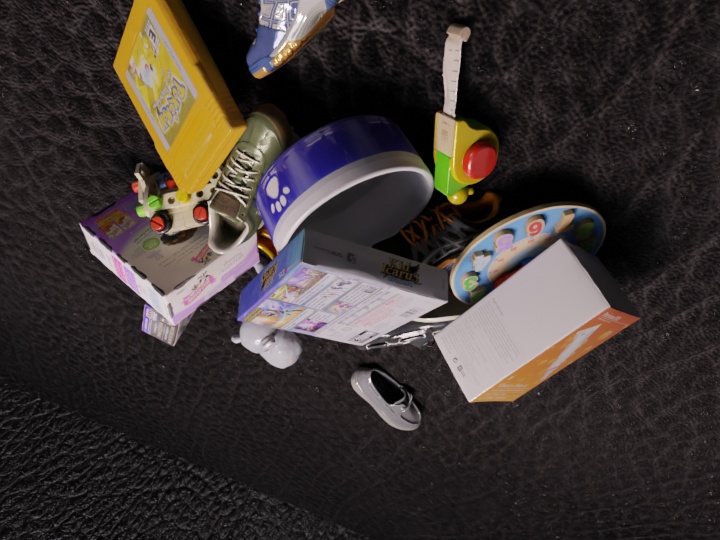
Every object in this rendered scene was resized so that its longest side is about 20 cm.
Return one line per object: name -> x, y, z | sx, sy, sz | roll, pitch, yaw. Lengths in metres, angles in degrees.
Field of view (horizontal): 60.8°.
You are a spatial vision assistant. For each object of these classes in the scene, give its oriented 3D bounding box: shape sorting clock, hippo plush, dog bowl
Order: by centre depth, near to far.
dog bowl -> -0.018, -0.085, 0.722 | 0.079, 0.199, 0.200 | 61, 153, 20
shape sorting clock -> 0.207, -0.012, 0.757 | 0.199, 0.039, 0.200 | -13, 150, -8
hippo plush -> -0.125, 0.074, 1.040 | 0.159, 0.161, 0.200 | -7, 137, 38

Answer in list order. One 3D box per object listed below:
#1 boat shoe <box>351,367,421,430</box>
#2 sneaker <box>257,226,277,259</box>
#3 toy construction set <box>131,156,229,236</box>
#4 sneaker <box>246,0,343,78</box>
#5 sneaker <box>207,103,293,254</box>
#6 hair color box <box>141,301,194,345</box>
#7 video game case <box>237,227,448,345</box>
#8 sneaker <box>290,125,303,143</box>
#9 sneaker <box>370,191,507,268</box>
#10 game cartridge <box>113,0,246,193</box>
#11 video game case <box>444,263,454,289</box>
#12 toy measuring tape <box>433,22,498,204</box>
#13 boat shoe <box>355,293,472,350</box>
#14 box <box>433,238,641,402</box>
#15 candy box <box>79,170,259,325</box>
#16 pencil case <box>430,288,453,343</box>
boat shoe -> 0.068, 0.271, 1.283 | 0.201, 0.070, 0.071 | 42, 146, -22
sneaker -> -0.093, -0.023, 0.964 | 0.199, 0.077, 0.073 | 23, 145, -2
toy construction set -> -0.240, -0.120, 0.846 | 0.199, 0.132, 0.092 | -12, 177, 23
sneaker -> -0.068, -0.277, 0.611 | 0.088, 0.075, 0.200 | 45, 135, -12
sneaker -> -0.140, -0.097, 0.738 | 0.067, 0.090, 0.201 | 31, 136, 5
hair color box -> -0.280, 0.012, 1.011 | 0.065, 0.201, 0.109 | 27, 147, -7
video game case -> -0.027, 0.029, 0.726 | 0.180, 0.046, 0.200 | 14, 153, -26
sneaker -> -0.072, -0.105, 0.836 | 0.075, 0.077, 0.200 | -18, 130, 43
sneaker -> 0.096, -0.045, 0.768 | 0.199, 0.078, 0.078 | -18, 132, -15
game cartridge -> -0.221, -0.209, 0.728 | 0.176, 0.032, 0.201 | -34, 82, 52
video game case -> 0.135, 0.011, 0.927 | 0.199, 0.019, 0.143 | 27, 147, -7
toy measuring tape -> 0.119, -0.164, 0.664 | 0.073, 0.074, 0.201 | 11, 126, 17
boat shoe -> 0.076, 0.081, 0.867 | 0.198, 0.075, 0.066 | -10, 112, 12
box -> 0.213, 0.069, 0.748 | 0.200, 0.098, 0.124 | -42, 148, 26
candy box -> -0.277, -0.041, 0.906 | 0.200, 0.168, 0.072 | 35, 145, 23
pencil case -> 0.188, 0.077, 0.893 | 0.199, 0.091, 0.094 | 6, 140, 29
